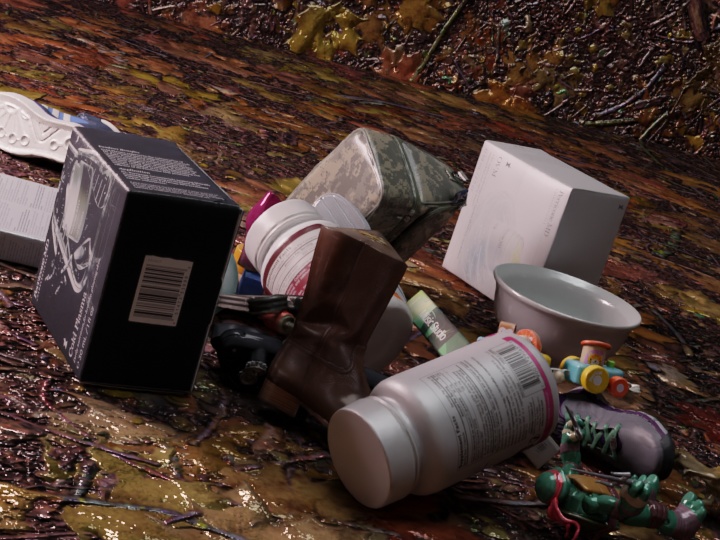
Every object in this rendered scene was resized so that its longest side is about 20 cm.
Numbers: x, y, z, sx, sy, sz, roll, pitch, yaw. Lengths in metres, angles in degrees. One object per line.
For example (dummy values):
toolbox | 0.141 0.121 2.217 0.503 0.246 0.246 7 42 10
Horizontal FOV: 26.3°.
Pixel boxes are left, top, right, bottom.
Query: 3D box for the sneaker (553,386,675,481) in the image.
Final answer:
sneaker | 0.253 0.181 1.661 0.087 0.075 0.200 -1 12 -25

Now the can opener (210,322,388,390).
can opener | -0.057 0.098 1.578 0.199 0.063 0.079 17 45 -14

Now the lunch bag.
lunch bag | 0.025 -0.075 2.002 0.167 0.200 0.140 11 45 -40

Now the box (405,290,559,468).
box | 0.126 0.113 1.654 0.144 0.036 0.200 50 -1 -29

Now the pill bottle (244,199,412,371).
pill bottle | -0.040 0.018 1.704 0.114 0.114 0.200 3 36 -43

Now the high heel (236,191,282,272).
high heel | -0.083 -0.055 1.856 0.067 0.096 0.200 25 15 11

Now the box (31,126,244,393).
box | -0.226 -0.013 1.523 0.124 0.201 0.197 8 18 -28

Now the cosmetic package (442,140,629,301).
cosmetic package | 0.244 -0.053 2.176 0.123 0.200 0.200 5 19 -39

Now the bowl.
bowl | 0.251 0.069 1.973 0.200 0.091 0.201 17 16 -5

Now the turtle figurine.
turtle figurine | 0.230 0.206 1.471 0.200 0.101 0.150 23 17 -36

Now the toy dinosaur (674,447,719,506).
toy dinosaur | 0.401 0.237 1.601 0.200 0.058 0.101 29 25 9

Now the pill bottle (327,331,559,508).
pill bottle | 0.076 0.139 1.420 0.200 0.114 0.113 -19 35 -32

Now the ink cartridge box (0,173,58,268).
ink cartridge box | -0.386 -0.056 1.788 0.199 0.043 0.196 14 18 -11

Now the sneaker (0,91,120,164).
sneaker | -0.422 -0.190 2.157 0.199 0.081 0.146 20 7 20

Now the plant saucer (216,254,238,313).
plant saucer | -0.227 -0.027 1.722 0.200 0.039 0.201 15 42 -14

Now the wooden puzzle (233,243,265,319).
wooden puzzle | -0.096 0.021 1.839 0.199 0.046 0.185 16 16 -7

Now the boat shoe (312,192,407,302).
boat shoe | 0.000 0.000 1.882 0.200 0.073 0.067 64 8 19

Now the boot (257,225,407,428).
boot | 0.014 0.067 1.500 0.186 0.201 0.064 23 -3 9

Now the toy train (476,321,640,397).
toy train | 0.219 0.093 1.744 0.199 0.056 0.150 13 4 20

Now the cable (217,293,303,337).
cable | -0.105 0.049 1.623 0.097 0.051 0.200 7 -5 -39
